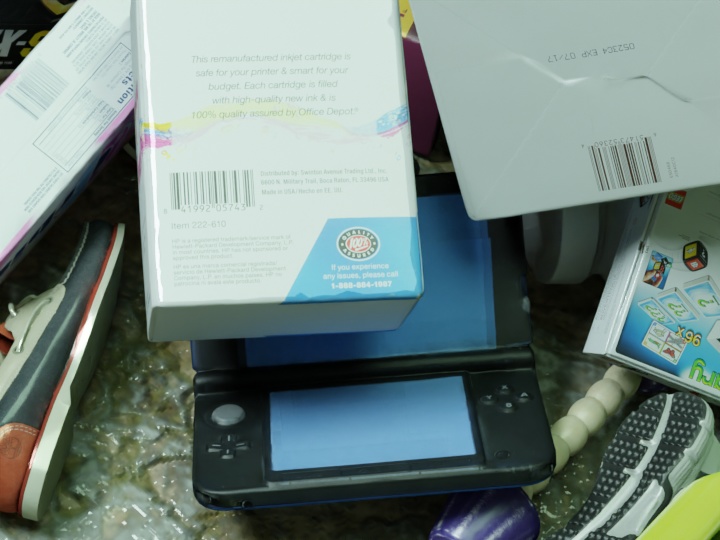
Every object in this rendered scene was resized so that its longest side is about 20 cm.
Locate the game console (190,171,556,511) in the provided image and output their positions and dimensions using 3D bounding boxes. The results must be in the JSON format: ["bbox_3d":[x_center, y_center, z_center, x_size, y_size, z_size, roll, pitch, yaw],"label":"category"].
[{"bbox_3d":[0.001,0.036,1.198,0.199,0.119,0.171,-5,27,-1],"label":"game console"}]

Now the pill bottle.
[{"bbox_3d":[0.205,-0.043,1.325,0.199,0.116,0.116,-3,54,-13],"label":"pill bottle"}]

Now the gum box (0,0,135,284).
[{"bbox_3d":[-0.180,-0.080,1.247,0.066,0.114,0.200,39,68,-2],"label":"gum box"}]

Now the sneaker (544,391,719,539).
[{"bbox_3d":[0.146,0.165,1.184,0.200,0.080,0.074,-48,34,-19],"label":"sneaker"}]

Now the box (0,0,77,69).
[{"bbox_3d":[-0.181,-0.186,1.291,0.200,0.160,0.049,-6,62,-47],"label":"box"}]

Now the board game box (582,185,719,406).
[{"bbox_3d":[0.240,0.023,1.256,0.200,0.035,0.127,22,84,-18],"label":"board game box"}]

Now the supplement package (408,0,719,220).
[{"bbox_3d":[0.153,-0.145,1.213,0.191,0.147,0.200,-7,24,20],"label":"supplement package"}]

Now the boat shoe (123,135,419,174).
[{"bbox_3d":[-0.057,-0.077,1.334,0.199,0.068,0.072,20,53,10],"label":"boat shoe"}]

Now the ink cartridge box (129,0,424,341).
[{"bbox_3d":[-0.049,-0.069,1.168,0.144,0.085,0.201,-2,76,-8],"label":"ink cartridge box"}]

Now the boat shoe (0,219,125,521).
[{"bbox_3d":[-0.182,0.049,1.215,0.062,0.071,0.200,14,56,4],"label":"boat shoe"}]

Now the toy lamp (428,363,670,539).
[{"bbox_3d":[0.111,0.102,1.234,0.058,0.058,0.200,35,54,16],"label":"toy lamp"}]

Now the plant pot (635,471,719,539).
[{"bbox_3d":[0.188,0.233,1.066,0.181,0.199,0.200,33,54,23],"label":"plant pot"}]

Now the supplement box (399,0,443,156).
[{"bbox_3d":[0.028,-0.194,1.416,0.131,0.103,0.200,22,52,6],"label":"supplement box"}]
